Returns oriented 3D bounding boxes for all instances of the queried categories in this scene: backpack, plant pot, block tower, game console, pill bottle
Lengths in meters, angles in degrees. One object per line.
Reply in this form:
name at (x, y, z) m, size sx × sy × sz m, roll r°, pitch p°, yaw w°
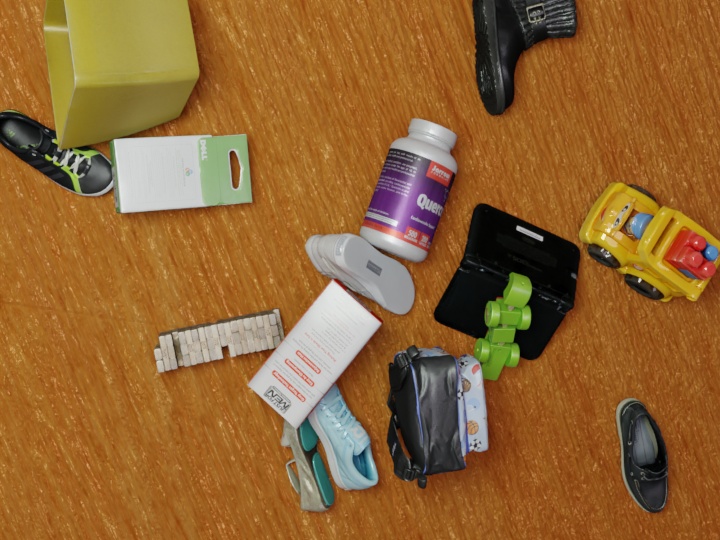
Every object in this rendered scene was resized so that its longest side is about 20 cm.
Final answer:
backpack at (0.109, 0.200, 1.296) m, size 0.151 × 0.190 × 0.205 m, roll -2°, pitch 94°, yaw -14°
plant pot at (-0.329, -0.299, 1.177) m, size 0.173 × 0.200 × 0.204 m, roll -5°, pitch 75°, yaw -27°
block tower at (-0.214, 0.105, 1.303) m, size 0.196 × 0.058 × 0.055 m, roll -12°, pitch 96°, yaw -10°
game console at (0.239, 0.019, 1.392) m, size 0.197 × 0.117 × 0.179 m, roll 22°, pitch 60°, yaw -11°
pill bottle at (0.079, -0.123, 1.307) m, size 0.111 × 0.112 × 0.204 m, roll 20°, pitch 91°, yaw -10°

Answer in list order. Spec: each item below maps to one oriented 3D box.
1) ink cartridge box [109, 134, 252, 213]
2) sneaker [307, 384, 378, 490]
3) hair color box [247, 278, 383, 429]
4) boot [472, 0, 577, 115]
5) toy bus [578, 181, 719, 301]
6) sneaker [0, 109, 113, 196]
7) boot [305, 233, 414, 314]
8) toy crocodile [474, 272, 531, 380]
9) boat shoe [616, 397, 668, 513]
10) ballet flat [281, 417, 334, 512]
ink cartridge box at (-0.266, -0.144, 1.267) m, size 0.196 × 0.059 × 0.106 m, roll -7°, pitch 95°, yaw -23°
sneaker at (-0.020, 0.246, 1.321) m, size 0.074 × 0.081 × 0.203 m, roll -38°, pitch 111°, yaw -46°
hair color box at (-0.065, 0.122, 1.263) m, size 0.101 × 0.061 × 0.201 m, roll 40°, pitch 92°, yaw 3°
boot at (0.263, -0.356, 1.339) m, size 0.154 × 0.079 × 0.216 m, roll -5°, pitch 94°, yaw -9°
toy bus at (0.471, -0.042, 1.340) m, size 0.198 × 0.192 × 0.137 m, roll 34°, pitch 90°, yaw -8°
sneaker at (-0.448, -0.167, 1.231) m, size 0.197 × 0.083 × 0.073 m, roll 26°, pitch 90°, yaw -11°
boot at (0.000, 0.000, 1.324) m, size 0.200 × 0.094 × 0.075 m, roll 43°, pitch 67°, yaw -41°
toy crocodile at (0.221, 0.094, 1.345) m, size 0.066 × 0.062 × 0.203 m, roll 5°, pitch 127°, yaw -7°
boat shoe at (0.481, 0.317, 1.427) m, size 0.073 × 0.066 × 0.204 m, roll -11°, pitch 96°, yaw -9°
ballet flat at (-0.095, 0.284, 1.333) m, size 0.061 × 0.067 × 0.204 m, roll -12°, pitch 94°, yaw 20°
